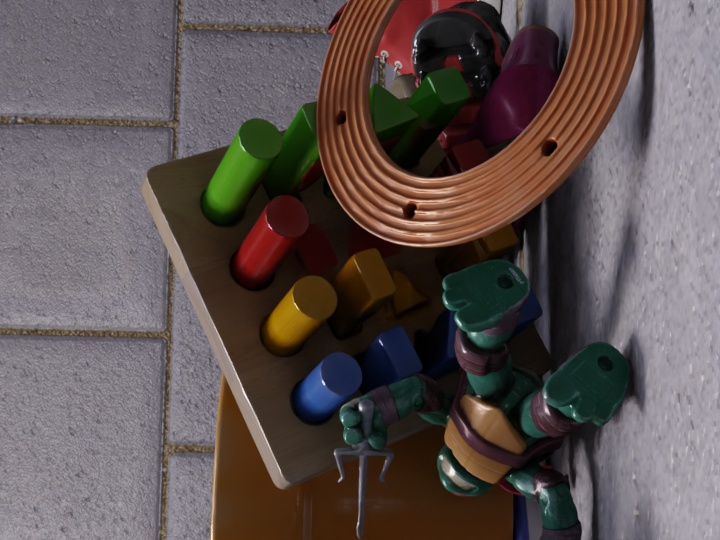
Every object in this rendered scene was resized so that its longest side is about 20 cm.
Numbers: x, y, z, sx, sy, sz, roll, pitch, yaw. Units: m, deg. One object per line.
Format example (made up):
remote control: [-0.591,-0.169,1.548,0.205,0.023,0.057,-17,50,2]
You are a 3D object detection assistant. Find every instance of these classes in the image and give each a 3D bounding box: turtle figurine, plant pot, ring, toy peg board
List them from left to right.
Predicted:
plant pot: [0.001,0.151,0.810,0.200,0.180,0.203,-178,90,-88]
toy peg board: [0.009,-0.012,0.721,0.201,0.198,0.098,63,150,13]
ring: [0.056,-0.106,0.626,0.019,0.199,0.203,23,-122,-43]
turtle figurine: [0.064,0.088,0.657,0.201,0.148,0.101,107,-170,-50]

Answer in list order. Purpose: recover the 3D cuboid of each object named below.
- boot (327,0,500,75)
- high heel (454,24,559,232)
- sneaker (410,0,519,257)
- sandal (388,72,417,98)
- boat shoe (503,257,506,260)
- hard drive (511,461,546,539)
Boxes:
boot: [0.043,-0.167,1.079,0.073,0.142,0.203,-94,5,-65]
high heel: [0.084,-0.052,0.797,0.201,0.066,0.097,98,-176,-47]
sneaker: [0.086,-0.102,0.898,0.098,0.070,0.203,-60,-34,-53]
sandal: [0.011,-0.050,0.939,0.080,0.053,0.203,-159,77,-68]
boat shoe: [0.089,-0.034,1.004,0.067,0.073,0.203,42,-136,-55]
hard drive: [0.103,0.168,0.824,0.133,0.025,0.202,94,177,-53]
